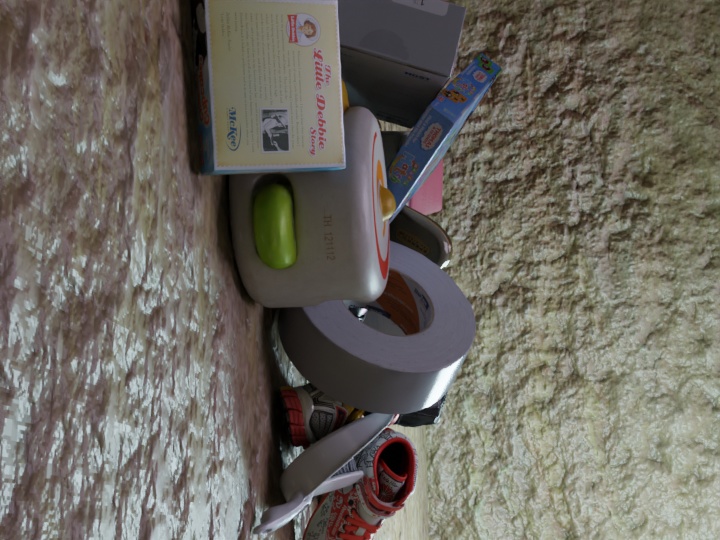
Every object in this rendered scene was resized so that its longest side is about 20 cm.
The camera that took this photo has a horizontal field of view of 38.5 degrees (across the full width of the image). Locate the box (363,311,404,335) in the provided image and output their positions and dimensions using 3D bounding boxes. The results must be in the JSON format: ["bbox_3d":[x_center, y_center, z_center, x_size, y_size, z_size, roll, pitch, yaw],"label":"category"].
[{"bbox_3d":[0.015,0.067,1.411,0.060,0.116,0.201,-46,132,-83],"label":"box"}]

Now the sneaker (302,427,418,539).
[{"bbox_3d":[-0.003,0.262,1.103,0.202,0.067,0.108,-66,-166,-14],"label":"sneaker"}]

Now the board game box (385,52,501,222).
[{"bbox_3d":[0.077,-0.140,1.108,0.152,0.037,0.200,-56,176,33],"label":"board game box"}]

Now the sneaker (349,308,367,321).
[{"bbox_3d":[-0.027,0.056,1.208,0.077,0.083,0.201,-74,160,-65],"label":"sneaker"}]

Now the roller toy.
[{"bbox_3d":[-0.037,-0.061,0.963,0.183,0.139,0.201,77,12,-55],"label":"roller toy"}]

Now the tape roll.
[{"bbox_3d":[0.017,0.053,1.078,0.201,0.199,0.066,-83,-167,-50],"label":"tape roll"}]

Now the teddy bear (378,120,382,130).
[{"bbox_3d":[-0.017,-0.270,1.503,0.145,0.066,0.201,-119,-160,-64],"label":"teddy bear"}]

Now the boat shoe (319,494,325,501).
[{"bbox_3d":[-0.014,0.266,1.272,0.069,0.073,0.201,-86,173,-76],"label":"boat shoe"}]

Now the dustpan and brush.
[{"bbox_3d":[-0.047,0.211,1.016,0.200,0.140,0.057,-6,54,-53],"label":"dustpan and brush"}]

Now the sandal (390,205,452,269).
[{"bbox_3d":[0.009,-0.054,1.159,0.054,0.199,0.081,-44,161,-51],"label":"sandal"}]

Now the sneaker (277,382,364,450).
[{"bbox_3d":[-0.029,0.163,1.117,0.200,0.082,0.078,66,8,-75],"label":"sneaker"}]

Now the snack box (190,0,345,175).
[{"bbox_3d":[-0.074,-0.178,0.822,0.037,0.116,0.201,4,-83,63],"label":"snack box"}]

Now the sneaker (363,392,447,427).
[{"bbox_3d":[0.046,0.133,1.187,0.200,0.097,0.071,-126,-134,-77],"label":"sneaker"}]

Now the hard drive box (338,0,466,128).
[{"bbox_3d":[0.011,-0.230,1.097,0.200,0.155,0.077,145,-41,-79],"label":"hard drive box"}]

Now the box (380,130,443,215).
[{"bbox_3d":[0.020,-0.122,1.305,0.200,0.127,0.110,-21,113,-69],"label":"box"}]
